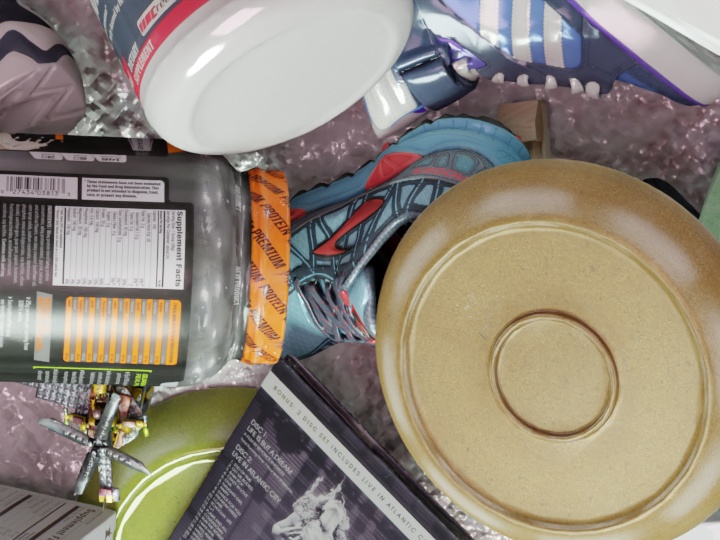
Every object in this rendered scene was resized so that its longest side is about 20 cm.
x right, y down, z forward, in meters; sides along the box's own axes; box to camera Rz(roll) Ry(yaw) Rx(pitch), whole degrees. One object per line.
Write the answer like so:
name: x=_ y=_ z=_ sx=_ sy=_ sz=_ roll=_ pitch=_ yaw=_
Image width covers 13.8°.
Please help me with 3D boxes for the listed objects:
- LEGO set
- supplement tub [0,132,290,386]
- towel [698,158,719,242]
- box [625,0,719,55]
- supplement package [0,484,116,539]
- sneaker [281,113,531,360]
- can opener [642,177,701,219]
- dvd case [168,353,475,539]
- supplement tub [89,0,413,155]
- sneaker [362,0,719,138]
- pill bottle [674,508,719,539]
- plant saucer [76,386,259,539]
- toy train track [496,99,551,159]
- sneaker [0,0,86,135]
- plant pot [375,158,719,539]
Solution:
LEGO set: x=-0.181 y=0.022 z=1.547 sx=0.199 sy=0.116 sz=0.155 roll=22 pitch=108 yaw=4
supplement tub: x=-0.137 y=-0.005 z=1.452 sx=0.199 sy=0.123 sz=0.123 roll=2 pitch=106 yaw=-8
towel: x=0.251 y=0.024 z=1.453 sx=0.199 sy=0.153 sz=0.023 roll=28 pitch=125 yaw=2
box: x=0.166 y=-0.194 z=1.379 sx=0.199 sy=0.199 sz=0.131 roll=29 pitch=108 yaw=2
supplement package: x=-0.244 y=0.174 z=1.590 sx=0.199 sy=0.109 sz=0.115 roll=10 pitch=107 yaw=17
sneaker: x=0.000 y=0.000 z=1.495 sx=0.079 sy=0.096 sz=0.200 roll=34 pitch=132 yaw=-22
can opener: x=0.187 y=0.034 z=1.459 sx=0.063 sy=0.079 sz=0.201 roll=-34 pitch=61 yaw=11
dvd case: x=-0.037 y=0.167 z=1.539 sx=0.149 sy=0.016 sz=0.201 roll=44 pitch=119 yaw=25
supplement tub: x=-0.073 y=-0.170 z=1.429 sx=0.140 sy=0.140 sz=0.201 roll=-35 pitch=67 yaw=17
sneaker: x=0.072 y=-0.110 z=1.490 sx=0.200 sy=0.081 sz=0.147 roll=36 pitch=117 yaw=-4
pill bottle: x=0.196 y=0.207 z=1.529 sx=0.115 sy=0.116 sz=0.201 roll=-6 pitch=104 yaw=12
plant saucer: x=-0.066 y=0.163 z=1.611 sx=0.199 sy=0.031 sz=0.201 roll=3 pitch=105 yaw=10
toy train track: x=0.086 y=0.014 z=1.508 sx=0.114 sy=0.032 sz=0.201 roll=-6 pitch=86 yaw=29
sneaker: x=-0.251 y=-0.093 z=1.529 sx=0.198 sy=0.130 sz=0.080 roll=-30 pitch=140 yaw=1
plant pot: x=0.094 y=0.047 z=1.407 sx=0.199 sy=0.027 sz=0.201 roll=8 pitch=111 yaw=22
